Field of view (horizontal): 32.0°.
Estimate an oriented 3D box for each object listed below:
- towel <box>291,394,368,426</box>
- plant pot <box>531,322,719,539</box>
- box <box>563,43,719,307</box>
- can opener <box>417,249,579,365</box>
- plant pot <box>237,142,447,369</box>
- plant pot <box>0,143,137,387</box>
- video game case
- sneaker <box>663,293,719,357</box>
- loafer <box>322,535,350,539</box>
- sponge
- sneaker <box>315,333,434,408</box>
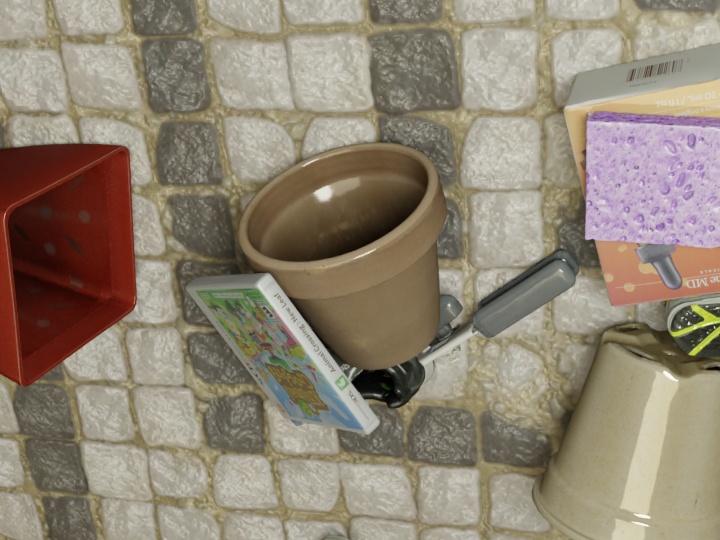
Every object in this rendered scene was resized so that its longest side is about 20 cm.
[{"bbox_3d":[-0.072,0.107,1.323,0.147,0.024,0.200,52,157,-10],"label":"towel"},{"bbox_3d":[0.284,0.158,1.227,0.200,0.200,0.184,13,107,10],"label":"plant pot"},{"bbox_3d":[0.284,-0.085,1.137,0.152,0.106,0.200,-10,112,21],"label":"box"},{"bbox_3d":[0.129,0.036,1.276,0.200,0.053,0.066,-30,103,27],"label":"can opener"},{"bbox_3d":[0.000,0.000,1.230,0.200,0.200,0.175,-6,127,19],"label":"plant pot"},{"bbox_3d":[-0.369,-0.026,1.324,0.176,0.200,0.200,14,119,22],"label":"plant pot"},{"bbox_3d":[-0.082,0.080,1.236,0.182,0.022,0.200,54,157,-15],"label":"video game case"},{"bbox_3d":[0.387,0.039,1.193,0.200,0.076,0.075,6,116,-6],"label":"sneaker"},{"bbox_3d":[-0.023,0.408,1.500,0.070,0.070,0.200,0,116,17],"label":"loafer"},{"bbox_3d":[0.290,-0.073,1.062,0.200,0.030,0.112,5,116,14],"label":"sponge"},{"bbox_3d":[-0.022,0.086,1.325,0.200,0.091,0.067,25,122,3],"label":"sneaker"}]
